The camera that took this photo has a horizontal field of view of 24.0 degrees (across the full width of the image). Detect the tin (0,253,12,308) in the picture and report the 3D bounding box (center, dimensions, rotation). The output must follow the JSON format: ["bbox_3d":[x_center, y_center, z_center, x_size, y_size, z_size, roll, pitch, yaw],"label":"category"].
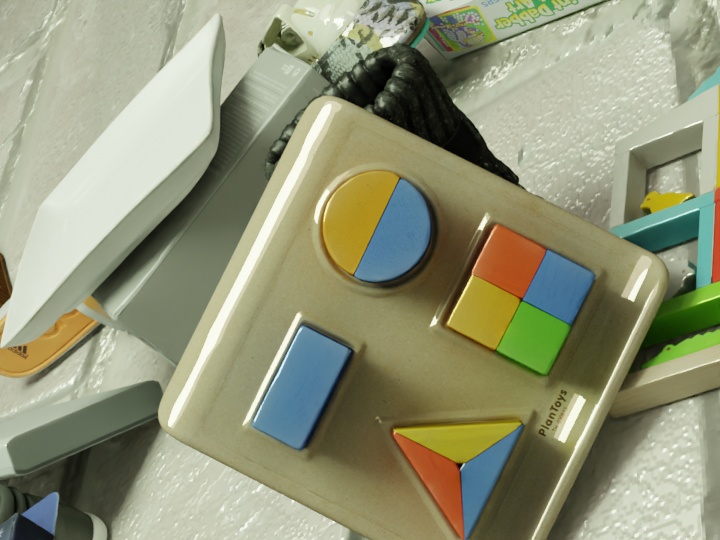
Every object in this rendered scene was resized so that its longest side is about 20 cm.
[{"bbox_3d":[-0.340,0.041,1.402,0.112,0.042,0.200,-50,32,9],"label":"tin"}]

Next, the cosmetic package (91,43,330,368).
[{"bbox_3d":[-0.071,-0.030,1.075,0.200,0.107,0.090,-49,29,-1],"label":"cosmetic package"}]

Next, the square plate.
[{"bbox_3d":[-0.150,-0.057,1.088,0.198,0.028,0.200,-44,22,19],"label":"square plate"}]

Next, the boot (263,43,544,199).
[{"bbox_3d":[-0.001,-0.001,0.909,0.211,0.158,0.079,-51,32,-2],"label":"boot"}]

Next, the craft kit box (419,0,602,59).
[{"bbox_3d":[0.140,-0.249,1.099,0.199,0.048,0.198,-16,48,42],"label":"craft kit box"}]

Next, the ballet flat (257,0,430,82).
[{"bbox_3d":[-0.024,-0.156,1.136,0.072,0.072,0.200,-60,18,-15],"label":"ballet flat"}]

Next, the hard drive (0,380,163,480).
[{"bbox_3d":[-0.241,0.118,1.139,0.199,0.027,0.132,-17,4,42],"label":"hard drive"}]

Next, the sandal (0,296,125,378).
[{"bbox_3d":[-0.198,0.023,1.215,0.207,0.079,0.059,-46,32,23],"label":"sandal"}]

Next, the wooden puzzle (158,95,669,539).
[{"bbox_3d":[0.022,0.035,0.811,0.186,0.199,0.046,-63,-8,-1],"label":"wooden puzzle"}]

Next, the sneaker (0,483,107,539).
[{"bbox_3d":[-0.242,0.221,1.038,0.071,0.099,0.201,2,60,49],"label":"sneaker"}]

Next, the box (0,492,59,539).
[{"bbox_3d":[-0.205,0.204,0.835,0.121,0.032,0.200,-36,33,23],"label":"box"}]

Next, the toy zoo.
[{"bbox_3d":[0.181,-0.030,0.844,0.131,0.020,0.201,-22,42,37],"label":"toy zoo"}]
